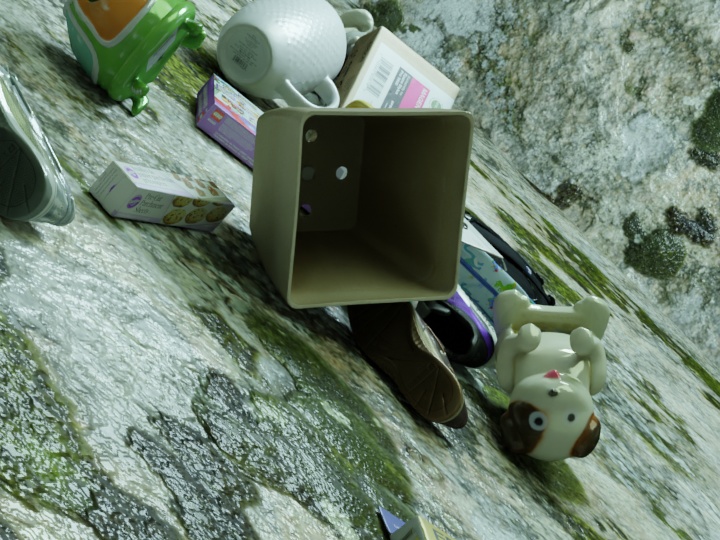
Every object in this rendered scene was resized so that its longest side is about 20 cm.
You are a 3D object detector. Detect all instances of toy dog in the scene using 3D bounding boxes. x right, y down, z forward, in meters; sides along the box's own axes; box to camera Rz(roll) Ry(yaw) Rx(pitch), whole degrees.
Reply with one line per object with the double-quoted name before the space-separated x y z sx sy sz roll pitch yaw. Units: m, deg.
"toy dog" 0.210 0.137 1.846 0.139 0.194 0.200 13 27 -3

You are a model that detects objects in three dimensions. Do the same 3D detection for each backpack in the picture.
"backpack" 0.145 -0.001 2.109 0.200 0.154 0.163 56 9 -31

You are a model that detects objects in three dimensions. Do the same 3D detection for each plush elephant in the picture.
"plush elephant" -0.037 -0.322 2.476 0.200 0.155 0.165 -117 -172 -83

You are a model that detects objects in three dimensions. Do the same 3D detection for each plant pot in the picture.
"plant pot" -0.018 -0.086 1.690 0.199 0.200 0.177 -3 17 -28

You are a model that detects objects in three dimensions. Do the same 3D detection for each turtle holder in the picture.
"turtle holder" -0.254 -0.267 1.778 0.132 0.141 0.186 40 15 -3

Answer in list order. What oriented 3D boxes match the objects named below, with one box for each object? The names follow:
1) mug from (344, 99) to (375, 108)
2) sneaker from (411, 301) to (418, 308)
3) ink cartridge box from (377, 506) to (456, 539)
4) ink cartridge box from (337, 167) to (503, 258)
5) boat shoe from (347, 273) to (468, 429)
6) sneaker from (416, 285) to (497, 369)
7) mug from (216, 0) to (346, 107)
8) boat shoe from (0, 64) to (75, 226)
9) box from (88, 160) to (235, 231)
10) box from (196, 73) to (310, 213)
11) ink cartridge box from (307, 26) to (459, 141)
"mug" 0.028 -0.143 2.153 0.187 0.153 0.149 42 14 1
"sneaker" 0.000 0.000 1.826 0.080 0.071 0.200 30 11 -30
"ink cartridge box" 0.115 0.282 1.314 0.198 0.047 0.200 35 18 -24
"ink cartridge box" 0.060 -0.066 1.962 0.176 0.045 0.200 23 14 -26
"boat shoe" 0.054 0.089 1.707 0.200 0.072 0.072 52 5 33
"sneaker" 0.083 0.038 1.925 0.200 0.070 0.099 45 16 15
"mug" -0.106 -0.296 2.278 0.200 0.148 0.175 52 28 6
"boat shoe" -0.303 -0.118 1.335 0.202 0.074 0.065 52 11 23
"box" -0.190 -0.070 1.562 0.039 0.041 0.200 46 13 18
"box" -0.120 -0.157 2.026 0.200 0.039 0.137 38 14 -18
"ink cartridge box" 0.037 -0.231 2.369 0.165 0.200 0.075 35 -27 -22
